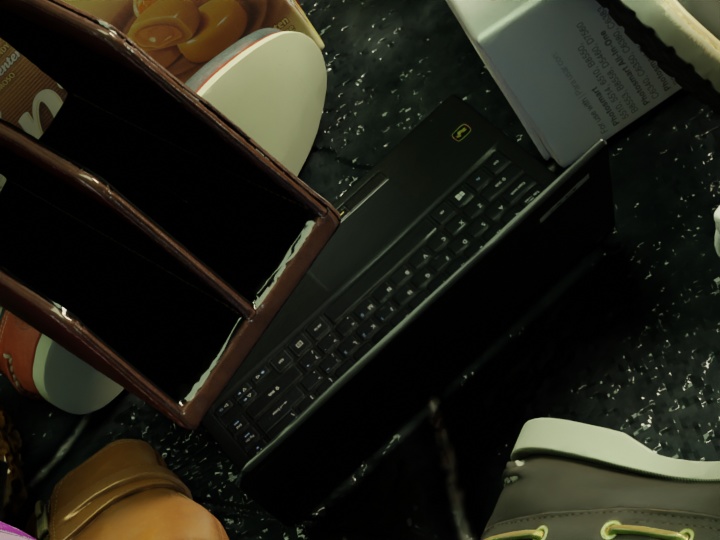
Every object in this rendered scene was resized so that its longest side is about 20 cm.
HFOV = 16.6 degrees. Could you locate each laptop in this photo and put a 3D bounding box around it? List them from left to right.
[{"bbox_3d":[0.000,0.000,0.953,0.177,0.103,0.200,-42,39,-3],"label":"laptop"}]

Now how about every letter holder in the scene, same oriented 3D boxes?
[{"bbox_3d":[-0.130,-0.044,0.960,0.101,0.142,0.200,-54,39,-7],"label":"letter holder"}]

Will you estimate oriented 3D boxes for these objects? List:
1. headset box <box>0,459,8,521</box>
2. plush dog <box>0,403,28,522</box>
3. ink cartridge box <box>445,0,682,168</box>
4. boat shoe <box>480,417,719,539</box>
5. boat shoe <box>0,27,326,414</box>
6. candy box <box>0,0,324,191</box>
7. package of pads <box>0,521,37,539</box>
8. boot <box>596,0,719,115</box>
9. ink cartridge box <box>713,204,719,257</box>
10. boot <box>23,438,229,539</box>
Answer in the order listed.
[{"bbox_3d":[-0.235,0.087,0.926,0.077,0.199,0.150,-152,69,-77],"label":"headset box"},{"bbox_3d":[-0.239,0.067,1.048,0.171,0.200,0.160,-39,12,-11],"label":"plush dog"},{"bbox_3d":[0.122,-0.159,1.022,0.199,0.084,0.146,-34,41,5],"label":"ink cartridge box"},{"bbox_3d":[0.118,0.097,0.799,0.201,0.072,0.061,7,61,50],"label":"boat shoe"},{"bbox_3d":[-0.091,-0.028,1.082,0.062,0.071,0.200,22,72,50],"label":"boat shoe"},{"bbox_3d":[-0.130,-0.092,1.131,0.200,0.116,0.055,-36,39,4],"label":"candy box"},{"bbox_3d":[-0.185,0.168,0.837,0.120,0.076,0.201,17,86,39],"label":"package of pads"},{"bbox_3d":[0.142,-0.142,0.909,0.138,0.200,0.077,-48,-1,1],"label":"boot"},{"bbox_3d":[0.223,0.023,0.722,0.200,0.147,0.086,24,71,48],"label":"ink cartridge box"},{"bbox_3d":[-0.124,0.164,0.933,0.200,0.074,0.155,-41,31,2],"label":"boot"}]
